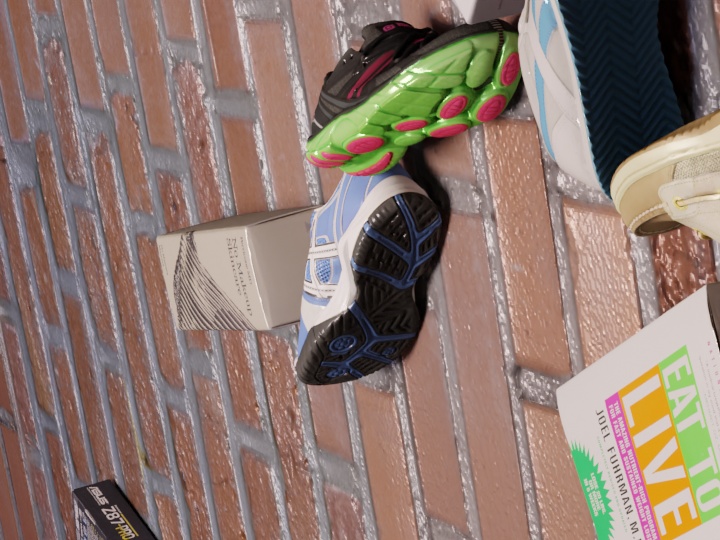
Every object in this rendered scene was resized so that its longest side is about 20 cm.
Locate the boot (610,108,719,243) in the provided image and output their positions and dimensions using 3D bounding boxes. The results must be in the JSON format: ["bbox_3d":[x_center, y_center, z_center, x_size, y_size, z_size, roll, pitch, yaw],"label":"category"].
[{"bbox_3d":[0.196,0.000,1.033,0.200,0.072,0.155,-30,78,65],"label":"boot"}]

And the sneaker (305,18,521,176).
[{"bbox_3d":[0.025,-0.118,1.329,0.200,0.077,0.084,-21,64,54],"label":"sneaker"}]

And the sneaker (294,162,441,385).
[{"bbox_3d":[0.000,0.000,1.475,0.077,0.076,0.200,65,146,36],"label":"sneaker"}]

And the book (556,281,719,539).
[{"bbox_3d":[0.172,0.096,1.179,0.200,0.048,0.134,131,125,-64],"label":"book"}]

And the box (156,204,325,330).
[{"bbox_3d":[-0.083,0.000,1.650,0.200,0.068,0.082,-6,98,67],"label":"box"}]

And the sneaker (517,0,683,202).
[{"bbox_3d":[0.112,-0.136,1.127,0.081,0.076,0.200,31,132,59],"label":"sneaker"}]

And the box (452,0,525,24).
[{"bbox_3d":[0.046,-0.263,1.247,0.200,0.041,0.156,57,149,33],"label":"box"}]

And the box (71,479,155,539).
[{"bbox_3d":[-0.233,0.332,2.201,0.161,0.049,0.200,45,142,52],"label":"box"}]
